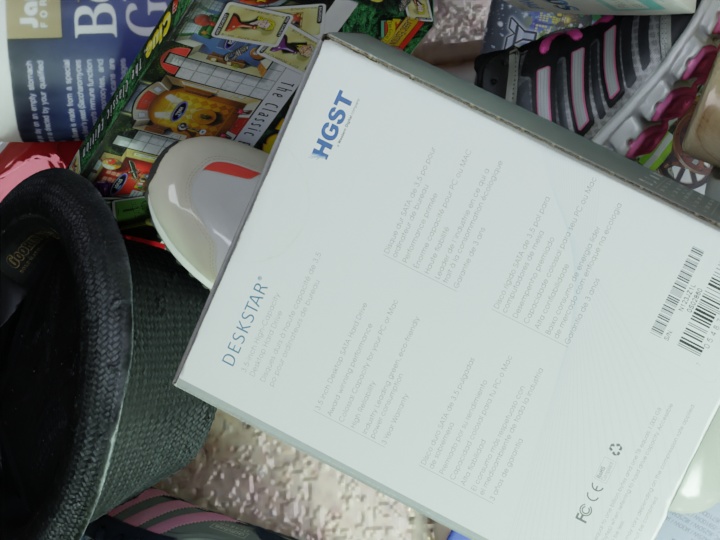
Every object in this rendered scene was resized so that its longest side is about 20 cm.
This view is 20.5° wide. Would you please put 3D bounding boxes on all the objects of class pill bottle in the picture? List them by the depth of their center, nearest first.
[{"bbox_3d":[-0.131,-0.117,0.948,0.199,0.111,0.112,-2,84,-4],"label":"pill bottle"}]

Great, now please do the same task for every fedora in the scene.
[{"bbox_3d":[-0.124,0.054,0.928,0.200,0.091,0.202,-10,78,56],"label":"fedora"}]

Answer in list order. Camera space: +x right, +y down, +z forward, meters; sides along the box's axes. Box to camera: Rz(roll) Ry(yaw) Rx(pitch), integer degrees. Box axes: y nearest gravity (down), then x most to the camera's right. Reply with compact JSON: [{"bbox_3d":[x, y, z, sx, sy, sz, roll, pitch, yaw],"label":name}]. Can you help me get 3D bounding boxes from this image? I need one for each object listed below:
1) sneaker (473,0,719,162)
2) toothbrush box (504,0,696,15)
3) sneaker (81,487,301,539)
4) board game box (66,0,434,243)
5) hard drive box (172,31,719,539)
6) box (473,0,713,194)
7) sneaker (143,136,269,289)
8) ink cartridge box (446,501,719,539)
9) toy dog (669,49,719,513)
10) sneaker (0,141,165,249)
[{"bbox_3d":[0.096,-0.085,0.877,0.087,0.074,0.200,39,103,12],"label":"sneaker"},{"bbox_3d":[0.081,-0.214,0.786,0.085,0.146,0.201,6,86,29],"label":"toothbrush box"},{"bbox_3d":[-0.104,0.141,0.963,0.199,0.082,0.071,8,87,21],"label":"sneaker"},{"bbox_3d":[-0.058,-0.073,0.905,0.200,0.104,0.024,-49,39,47],"label":"board game box"},{"bbox_3d":[0.050,0.016,0.794,0.199,0.077,0.157,27,103,9],"label":"hard drive box"},{"bbox_3d":[0.133,-0.132,0.929,0.136,0.038,0.201,11,89,20],"label":"box"},{"bbox_3d":[0.000,0.001,0.881,0.200,0.093,0.071,39,65,-15],"label":"sneaker"},{"bbox_3d":[0.120,0.099,0.908,0.119,0.042,0.201,29,96,15],"label":"ink cartridge box"},{"bbox_3d":[0.165,-0.005,0.852,0.132,0.096,0.200,41,105,6],"label":"toy dog"},{"bbox_3d":[-0.176,0.007,1.005,0.115,0.078,0.201,36,98,20],"label":"sneaker"}]
